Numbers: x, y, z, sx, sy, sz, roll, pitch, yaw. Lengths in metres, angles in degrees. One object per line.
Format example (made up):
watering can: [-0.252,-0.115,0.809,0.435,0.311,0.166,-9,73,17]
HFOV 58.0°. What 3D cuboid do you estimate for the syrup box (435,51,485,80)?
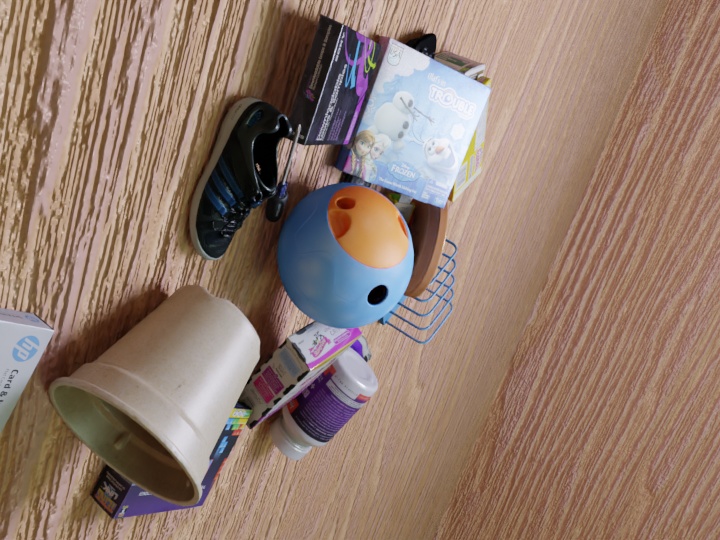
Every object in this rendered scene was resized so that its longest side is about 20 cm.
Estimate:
syrup box: [0.152,-0.273,1.157,0.081,0.078,0.204,-34,143,-44]

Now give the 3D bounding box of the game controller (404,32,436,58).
game controller: [0.086,-0.282,1.068,0.104,0.041,0.204,-35,144,-44]

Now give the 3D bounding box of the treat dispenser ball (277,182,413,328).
treat dispenser ball: [-0.021,-0.021,0.928,0.201,0.198,0.204,-43,149,-34]

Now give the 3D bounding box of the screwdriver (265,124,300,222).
screwdriver: [-0.091,-0.117,0.813,0.200,0.028,0.028,130,-19,-58]

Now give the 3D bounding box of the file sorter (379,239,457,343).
file sorter: [0.121,0.029,1.342,0.139,0.121,0.203,-47,150,-29]

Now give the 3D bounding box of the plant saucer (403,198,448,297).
plant saucer: [0.102,-0.055,1.158,0.200,0.031,0.206,-167,-91,-75]

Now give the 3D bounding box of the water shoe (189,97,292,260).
water shoe: [-0.142,-0.097,0.764,0.071,0.078,0.205,-8,122,-59]

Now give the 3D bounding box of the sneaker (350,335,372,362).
sneaker: [-0.036,0.166,1.236,0.100,0.069,0.201,-52,153,-15]

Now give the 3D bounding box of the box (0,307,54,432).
box: [-0.380,0.097,0.544,0.159,0.041,0.200,-62,156,-2]

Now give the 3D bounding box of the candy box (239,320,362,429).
candy box: [-0.101,0.152,1.012,0.135,0.061,0.200,-29,165,-49]

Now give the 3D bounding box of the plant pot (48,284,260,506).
plant pot: [-0.213,0.128,0.747,0.185,0.196,0.204,-55,156,-38]

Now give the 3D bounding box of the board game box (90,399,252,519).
board game box: [-0.256,0.251,0.914,0.169,0.056,0.199,-63,155,-2]

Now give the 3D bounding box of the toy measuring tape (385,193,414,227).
toy measuring tape: [0.070,-0.129,1.136,0.073,0.073,0.203,-33,153,-45]

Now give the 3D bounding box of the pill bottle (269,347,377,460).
pill bottle: [-0.070,0.238,1.156,0.201,0.112,0.111,-48,157,13]

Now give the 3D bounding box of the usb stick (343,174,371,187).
usb stick: [0.006,-0.169,1.033,0.055,0.032,0.205,10,106,-49]

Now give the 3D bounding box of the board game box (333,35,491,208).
board game box: [0.082,-0.221,0.998,0.196,0.043,0.204,14,103,-29]

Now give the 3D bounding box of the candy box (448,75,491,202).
candy box: [0.187,-0.228,1.145,0.102,0.026,0.203,-47,151,-32]

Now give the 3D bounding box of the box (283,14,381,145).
box: [-0.031,-0.235,0.837,0.200,0.035,0.146,-35,147,-70]
